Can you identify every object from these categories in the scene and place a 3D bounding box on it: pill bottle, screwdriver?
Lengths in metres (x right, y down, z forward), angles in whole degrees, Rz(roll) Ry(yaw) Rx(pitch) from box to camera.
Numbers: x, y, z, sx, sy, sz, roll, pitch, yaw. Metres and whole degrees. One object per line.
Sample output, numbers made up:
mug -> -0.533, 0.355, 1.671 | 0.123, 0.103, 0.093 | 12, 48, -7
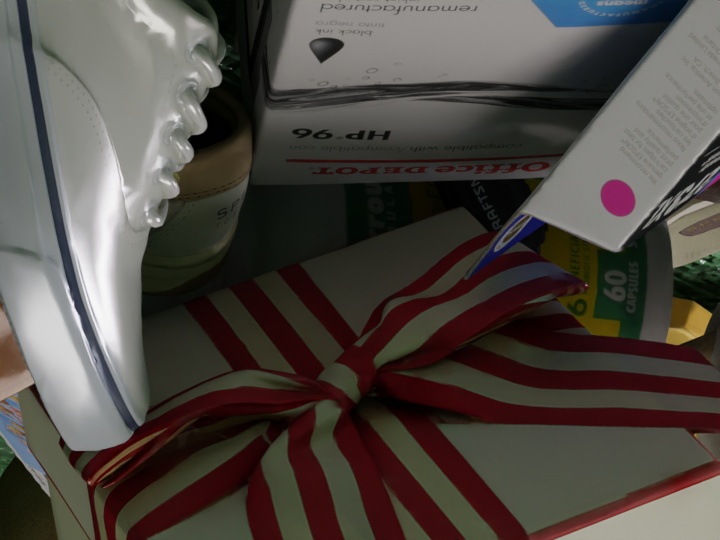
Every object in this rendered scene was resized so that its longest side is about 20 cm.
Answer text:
pill bottle -> 0.000, 0.000, 0.974 | 0.199, 0.114, 0.113 | 7, 158, -27
screwdriver -> 0.068, 0.032, 0.922 | 0.029, 0.201, 0.028 | -24, 180, -22

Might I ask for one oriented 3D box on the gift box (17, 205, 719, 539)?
gift box -> 0.016, 0.100, 0.848 | 0.184, 0.200, 0.188 | -23, 127, -22

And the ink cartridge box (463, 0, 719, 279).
ink cartridge box -> 0.111, -0.065, 0.774 | 0.095, 0.037, 0.200 | -33, 168, -49

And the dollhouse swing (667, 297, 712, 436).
dollhouse swing -> 0.169, 0.045, 1.243 | 0.176, 0.182, 0.200 | 47, 143, -9

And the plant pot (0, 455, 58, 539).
plant pot -> -0.039, 0.085, 1.158 | 0.185, 0.187, 0.200 | 6, 143, -27

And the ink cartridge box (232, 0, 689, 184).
ink cartridge box -> 0.026, -0.077, 0.825 | 0.115, 0.068, 0.200 | -1, 161, -8

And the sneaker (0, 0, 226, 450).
sneaker -> -0.069, -0.046, 0.740 | 0.070, 0.201, 0.073 | -9, -157, -2

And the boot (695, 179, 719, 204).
boot -> 0.185, -0.038, 0.875 | 0.186, 0.064, 0.200 | 47, 142, -18

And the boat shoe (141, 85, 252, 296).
boat shoe -> -0.126, -0.057, 0.833 | 0.199, 0.074, 0.067 | 16, 136, -10

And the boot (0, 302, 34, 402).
boot -> -0.201, -0.026, 0.800 | 0.187, 0.069, 0.201 | -20, 124, 13

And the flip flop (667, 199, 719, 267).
flip flop -> 0.184, -0.031, 0.999 | 0.199, 0.058, 0.081 | -22, 155, 26

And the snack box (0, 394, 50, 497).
snack box -> -0.095, 0.064, 0.992 | 0.072, 0.024, 0.200 | 26, 165, 13

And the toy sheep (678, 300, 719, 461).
toy sheep -> 0.173, 0.044, 0.951 | 0.137, 0.139, 0.200 | -15, 166, 27
